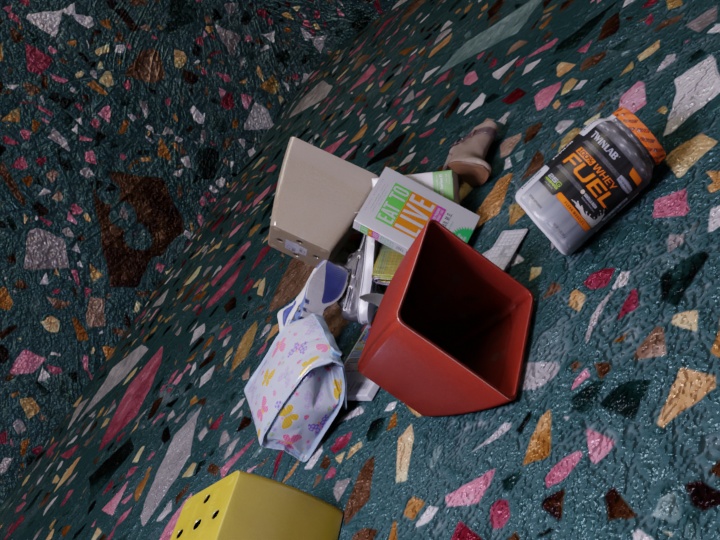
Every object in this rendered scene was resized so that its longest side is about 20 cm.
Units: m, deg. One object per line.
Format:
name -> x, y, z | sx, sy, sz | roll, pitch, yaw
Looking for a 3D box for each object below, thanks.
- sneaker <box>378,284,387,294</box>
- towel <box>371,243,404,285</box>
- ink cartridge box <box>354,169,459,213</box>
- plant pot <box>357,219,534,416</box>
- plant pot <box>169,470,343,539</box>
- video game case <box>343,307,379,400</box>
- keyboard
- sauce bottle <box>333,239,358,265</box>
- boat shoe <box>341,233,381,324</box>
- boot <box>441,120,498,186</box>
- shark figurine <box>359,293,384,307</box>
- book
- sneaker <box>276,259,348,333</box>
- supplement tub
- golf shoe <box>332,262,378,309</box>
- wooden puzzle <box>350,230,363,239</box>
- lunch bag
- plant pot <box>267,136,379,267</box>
sneaker -> 0.072, -0.015, 1.587 | 0.075, 0.076, 0.203 | -30, 44, 24
towel -> 0.106, -0.039, 1.518 | 0.140, 0.023, 0.202 | 3, 43, 15
ink cartridge box -> 0.091, -0.150, 1.594 | 0.195, 0.069, 0.117 | -5, 1, 13
plant pot -> 0.107, 0.092, 1.167 | 0.176, 0.198, 0.202 | -45, 16, 45
plant pot -> -0.168, 0.405, 1.153 | 0.199, 0.176, 0.202 | -34, 24, 32
video game case -> 0.026, 0.144, 1.458 | 0.142, 0.018, 0.202 | -14, 40, 58
keyboard -> 0.210, 0.005, 1.322 | 0.056, 0.011, 0.201 | -12, 37, 53
sauce bottle -> -0.037, -0.067, 1.897 | 0.064, 0.065, 0.201 | -38, 24, 23
boat shoe -> 0.000, 0.000, 1.529 | 0.065, 0.070, 0.205 | 3, 78, 16
boot -> 0.236, -0.243, 1.660 | 0.147, 0.070, 0.199 | -52, 21, -17
shark figurine -> 0.108, 0.008, 1.347 | 0.212, 0.090, 0.129 | -14, 33, 39
book -> 0.101, -0.085, 1.476 | 0.135, 0.197, 0.048 | -59, -9, -30
sneaker -> -0.111, 0.071, 1.605 | 0.114, 0.080, 0.202 | 5, 66, 60
supplement tub -> 0.333, -0.131, 1.182 | 0.200, 0.122, 0.123 | -44, 20, 12
golf shoe -> -0.011, 0.027, 1.681 | 0.094, 0.078, 0.201 | -36, 29, 5
wooden puzzle -> -0.023, -0.124, 1.882 | 0.195, 0.047, 0.186 | 3, 36, 17
lunch bag -> -0.099, 0.196, 1.418 | 0.202, 0.126, 0.170 | -59, 28, 12
plant pot -> -0.094, -0.121, 1.689 | 0.200, 0.197, 0.180 | 119, 173, -71
